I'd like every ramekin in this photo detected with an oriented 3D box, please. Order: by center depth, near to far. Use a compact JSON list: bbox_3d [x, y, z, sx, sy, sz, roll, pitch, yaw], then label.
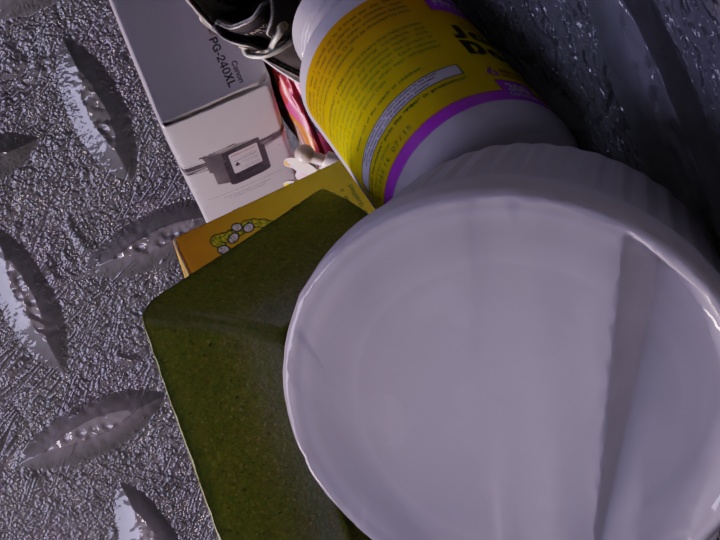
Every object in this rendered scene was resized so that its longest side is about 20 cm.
[{"bbox_3d":[0.075,0.037,0.763,0.094,0.202,0.202,-63,-46,-60],"label":"ramekin"}]

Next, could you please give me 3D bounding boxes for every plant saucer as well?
[{"bbox_3d":[-0.008,0.075,0.850,0.200,0.048,0.200,-39,-66,-60],"label":"plant saucer"}]

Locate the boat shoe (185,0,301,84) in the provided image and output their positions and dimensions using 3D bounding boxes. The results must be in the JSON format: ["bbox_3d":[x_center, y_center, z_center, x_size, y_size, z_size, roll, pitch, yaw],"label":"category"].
[{"bbox_3d":[-0.066,-0.163,1.096,0.200,0.071,0.064,39,-143,-28],"label":"boat shoe"}]

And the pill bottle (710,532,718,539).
[{"bbox_3d":[0.105,0.083,0.950,0.200,0.120,0.120,57,169,42],"label":"pill bottle"}]

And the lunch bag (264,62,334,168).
[{"bbox_3d":[-0.037,-0.171,1.249,0.176,0.082,0.200,-119,6,-55],"label":"lunch bag"}]

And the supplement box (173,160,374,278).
[{"bbox_3d":[0.000,0.000,1.081,0.110,0.200,0.109,62,171,17],"label":"supplement box"}]

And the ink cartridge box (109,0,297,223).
[{"bbox_3d":[-0.115,-0.141,1.268,0.200,0.083,0.145,76,171,-71],"label":"ink cartridge box"}]

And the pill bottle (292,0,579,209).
[{"bbox_3d":[0.031,-0.089,0.944,0.200,0.104,0.104,56,169,46],"label":"pill bottle"}]

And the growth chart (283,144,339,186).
[{"bbox_3d":[0.014,-0.032,1.245,0.200,0.145,0.018,89,-162,-70],"label":"growth chart"}]
